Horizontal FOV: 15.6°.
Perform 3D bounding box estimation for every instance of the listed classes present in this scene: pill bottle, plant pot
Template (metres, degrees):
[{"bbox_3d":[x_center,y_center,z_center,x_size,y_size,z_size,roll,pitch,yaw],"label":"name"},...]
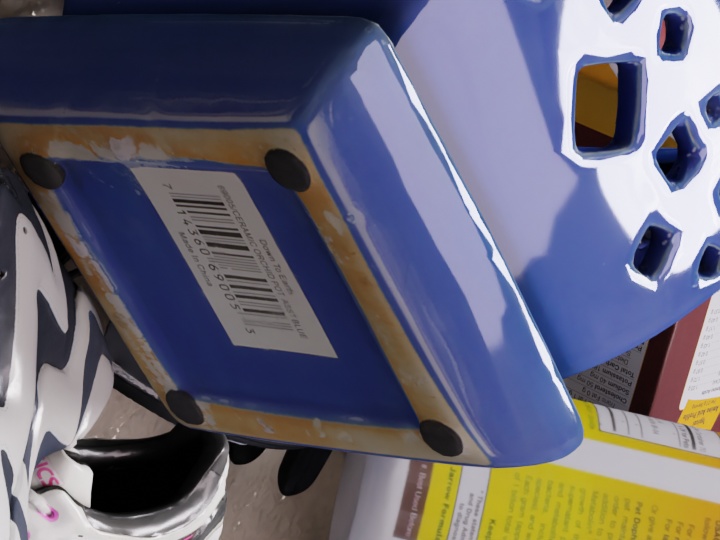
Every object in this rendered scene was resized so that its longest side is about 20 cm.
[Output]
[{"bbox_3d":[0.092,0.109,1.060,0.109,0.199,0.110,-167,-90,-85],"label":"pill bottle"},{"bbox_3d":[0.005,-0.052,0.868,0.180,0.200,0.200,-51,129,-32],"label":"plant pot"}]

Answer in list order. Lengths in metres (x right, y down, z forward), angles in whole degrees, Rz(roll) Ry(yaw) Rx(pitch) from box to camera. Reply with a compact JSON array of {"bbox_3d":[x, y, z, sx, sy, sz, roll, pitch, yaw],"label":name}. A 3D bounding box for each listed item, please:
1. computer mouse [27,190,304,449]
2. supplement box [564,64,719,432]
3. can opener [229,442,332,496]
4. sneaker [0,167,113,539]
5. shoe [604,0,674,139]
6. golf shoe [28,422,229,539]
[{"bbox_3d":[-0.071,0.047,0.981,0.141,0.046,0.200,-54,136,2],"label":"computer mouse"},{"bbox_3d":[0.136,0.003,1.205,0.197,0.133,0.201,-10,120,-52],"label":"supplement box"},{"bbox_3d":[0.000,0.000,1.075,0.079,0.063,0.201,6,107,-57],"label":"can opener"},{"bbox_3d":[-0.142,0.032,0.809,0.199,0.079,0.130,-60,140,-49],"label":"sneaker"},{"bbox_3d":[0.146,-0.133,1.073,0.071,0.200,0.091,30,121,-25],"label":"shoe"},{"bbox_3d":[-0.135,0.089,0.907,0.200,0.073,0.092,-9,137,-39],"label":"golf shoe"}]
